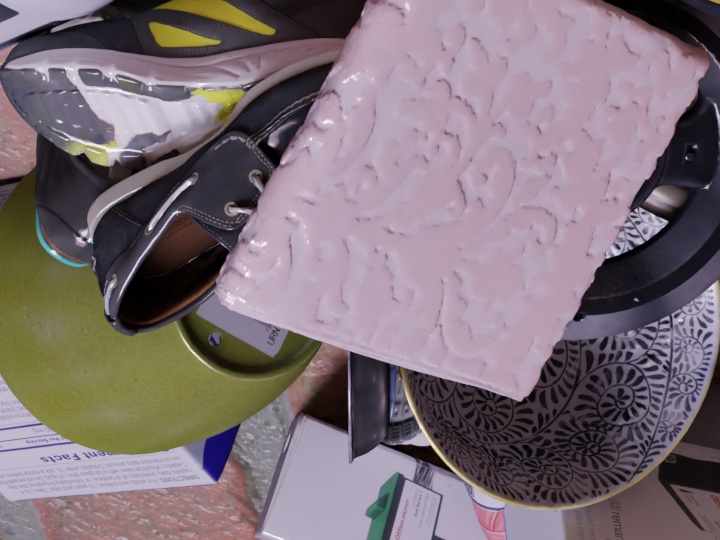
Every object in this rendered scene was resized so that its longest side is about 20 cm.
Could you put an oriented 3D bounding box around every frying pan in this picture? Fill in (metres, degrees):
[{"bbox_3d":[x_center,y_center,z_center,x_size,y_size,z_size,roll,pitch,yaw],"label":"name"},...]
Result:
[{"bbox_3d":[0.000,0.007,1.401,0.031,0.191,0.115,0,161,0],"label":"frying pan"}]

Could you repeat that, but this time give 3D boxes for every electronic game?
[{"bbox_3d":[0.113,-0.061,1.321,0.200,0.200,0.042,34,-171,-19],"label":"electronic game"}]

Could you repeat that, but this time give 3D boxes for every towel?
[{"bbox_3d":[0.050,-0.048,1.245,0.190,0.201,0.032,19,-165,-37],"label":"towel"}]

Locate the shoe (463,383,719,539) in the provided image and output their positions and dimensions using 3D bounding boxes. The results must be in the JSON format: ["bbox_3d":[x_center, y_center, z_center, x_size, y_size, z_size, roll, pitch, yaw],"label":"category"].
[{"bbox_3d":[0.166,0.132,1.601,0.199,0.072,0.091,-11,127,8],"label":"shoe"}]

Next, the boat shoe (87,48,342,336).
[{"bbox_3d":[-0.049,-0.036,1.278,0.200,0.068,0.072,-32,130,28],"label":"boat shoe"}]

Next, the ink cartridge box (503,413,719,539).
[{"bbox_3d":[0.190,0.173,1.495,0.199,0.145,0.084,13,126,-12],"label":"ink cartridge box"}]

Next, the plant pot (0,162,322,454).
[{"bbox_3d":[-0.091,0.010,1.452,0.187,0.188,0.200,34,166,-19],"label":"plant pot"}]

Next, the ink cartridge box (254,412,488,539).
[{"bbox_3d":[0.036,0.169,1.719,0.199,0.085,0.146,21,172,-1],"label":"ink cartridge box"}]

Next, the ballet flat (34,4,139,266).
[{"bbox_3d":[-0.137,-0.092,1.402,0.068,0.201,0.068,19,133,-34],"label":"ballet flat"}]

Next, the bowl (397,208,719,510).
[{"bbox_3d":[0.089,0.025,1.460,0.200,0.201,0.094,36,169,-22],"label":"bowl"}]

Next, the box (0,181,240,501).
[{"bbox_3d":[-0.196,0.045,1.692,0.183,0.105,0.200,-7,137,36],"label":"box"}]

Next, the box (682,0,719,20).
[{"bbox_3d":[0.136,-0.203,1.198,0.199,0.049,0.161,27,144,-8],"label":"box"}]

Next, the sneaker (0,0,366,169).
[{"bbox_3d":[-0.078,-0.104,1.321,0.199,0.085,0.075,0,141,10],"label":"sneaker"}]

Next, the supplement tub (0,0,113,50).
[{"bbox_3d":[-0.190,-0.181,1.327,0.199,0.141,0.140,-16,132,43],"label":"supplement tub"}]

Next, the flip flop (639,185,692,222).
[{"bbox_3d":[0.119,-0.081,1.371,0.199,0.081,0.058,25,118,-4],"label":"flip flop"}]

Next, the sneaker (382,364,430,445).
[{"bbox_3d":[0.048,0.070,1.598,0.087,0.075,0.200,10,179,-7],"label":"sneaker"}]
